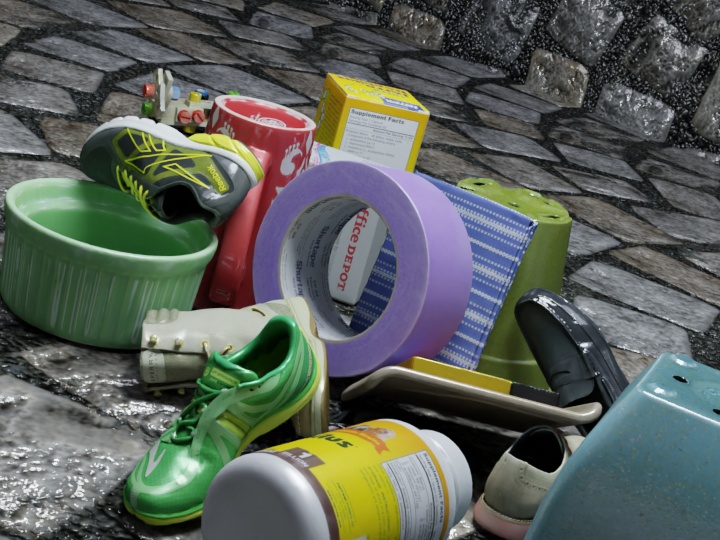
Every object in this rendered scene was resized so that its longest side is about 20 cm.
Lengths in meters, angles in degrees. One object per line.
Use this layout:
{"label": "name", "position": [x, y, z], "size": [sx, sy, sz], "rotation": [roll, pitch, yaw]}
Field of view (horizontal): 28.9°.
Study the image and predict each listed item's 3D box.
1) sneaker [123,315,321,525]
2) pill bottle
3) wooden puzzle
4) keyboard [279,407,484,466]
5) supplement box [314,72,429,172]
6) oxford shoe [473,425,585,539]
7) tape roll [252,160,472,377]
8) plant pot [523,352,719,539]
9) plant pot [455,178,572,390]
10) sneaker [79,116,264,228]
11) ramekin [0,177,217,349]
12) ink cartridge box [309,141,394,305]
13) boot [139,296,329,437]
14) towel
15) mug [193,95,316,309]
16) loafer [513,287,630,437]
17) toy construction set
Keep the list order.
{"label": "sneaker", "position": [-0.108, 0.105, 1.033], "size": [0.074, 0.084, 0.200], "rotation": [18, 48, 31]}
{"label": "pill bottle", "position": [-0.008, 0.166, 0.974], "size": [0.109, 0.110, 0.199], "rotation": [28, 21, 33]}
{"label": "wooden puzzle", "position": [0.092, 0.108, 1.221], "size": [0.199, 0.038, 0.185], "rotation": [10, -10, -7]}
{"label": "keyboard", "position": [0.007, 0.152, 1.181], "size": [0.127, 0.021, 0.199], "rotation": [29, 21, 31]}
{"label": "supplement box", "position": [-0.005, -0.122, 1.700], "size": [0.108, 0.201, 0.110], "rotation": [10, 19, -19]}
{"label": "oxford shoe", "position": [0.165, 0.167, 1.183], "size": [0.070, 0.074, 0.200], "rotation": [23, 19, 22]}
{"label": "tape roll", "position": [0.000, 0.000, 1.317], "size": [0.199, 0.201, 0.085], "rotation": [27, 11, 32]}
{"label": "plant pot", "position": [0.230, 0.177, 1.002], "size": [0.195, 0.201, 0.196], "rotation": [22, 19, 18]}
{"label": "plant pot", "position": [0.130, 0.013, 1.427], "size": [0.199, 0.191, 0.200], "rotation": [14, 17, -4]}
{"label": "sneaker", "position": [-0.192, -0.090, 1.314], "size": [0.199, 0.075, 0.085], "rotation": [6, 50, 28]}
{"label": "ramekin", "position": [-0.241, -0.006, 1.306], "size": [0.199, 0.098, 0.200], "rotation": [15, 17, -5]}
{"label": "ink cartridge box", "position": [-0.068, -0.067, 1.564], "size": [0.199, 0.147, 0.083], "rotation": [19, 19, 10]}
{"label": "boot", "position": [-0.107, 0.083, 1.171], "size": [0.154, 0.073, 0.200], "rotation": [-2, 24, -11]}
{"label": "towel", "position": [0.074, 0.020, 1.352], "size": [0.144, 0.201, 0.024], "rotation": [24, 1, 28]}
{"label": "mug", "position": [-0.110, -0.059, 1.414], "size": [0.133, 0.201, 0.177], "rotation": [5, 20, -33]}
{"label": "loafer", "position": [0.209, 0.105, 1.313], "size": [0.070, 0.068, 0.201], "rotation": [-28, 78, -41]}
{"label": "toy construction set", "position": [-0.237, -0.227, 2.012], "size": [0.199, 0.093, 0.131], "rotation": [18, 14, -35]}
